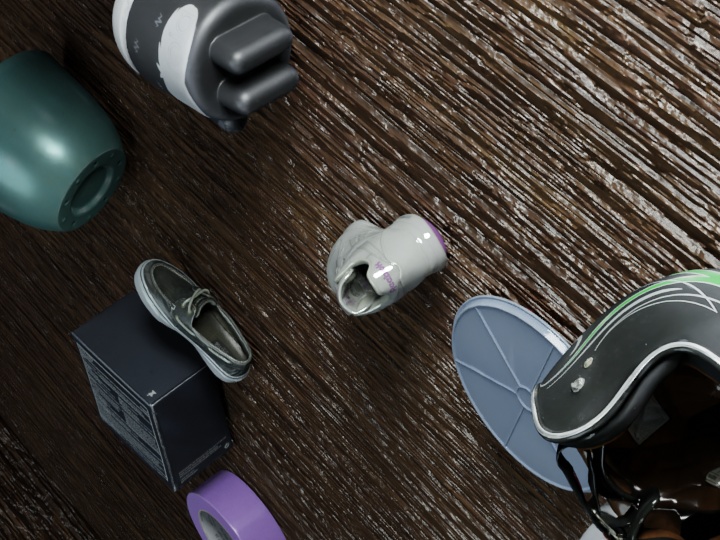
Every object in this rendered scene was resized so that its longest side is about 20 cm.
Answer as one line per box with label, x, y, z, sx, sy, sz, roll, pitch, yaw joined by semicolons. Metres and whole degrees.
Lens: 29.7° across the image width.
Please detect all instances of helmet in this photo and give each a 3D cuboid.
helmet;0.224;0.093;0.875;0.201;0.189;0.201;53;-165;-21

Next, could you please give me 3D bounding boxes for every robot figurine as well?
robot figurine;-0.141;-0.215;1.244;0.199;0.124;0.152;33;105;39

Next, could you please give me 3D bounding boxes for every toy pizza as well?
toy pizza;0.156;0.105;1.193;0.200;0.032;0.202;40;149;30

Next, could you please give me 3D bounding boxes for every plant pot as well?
plant pot;-0.391;-0.145;1.696;0.160;0.201;0.201;37;151;12

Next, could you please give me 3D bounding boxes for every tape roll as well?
tape roll;-0.188;0.415;2.130;0.200;0.065;0.201;42;152;28

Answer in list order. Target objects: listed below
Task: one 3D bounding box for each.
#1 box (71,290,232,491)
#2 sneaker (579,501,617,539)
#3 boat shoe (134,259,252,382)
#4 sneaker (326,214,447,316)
box;-0.298;0.174;1.973;0.199;0.123;0.200;36;149;33
sneaker;0.249;0.292;1.149;0.199;0.114;0.076;38;150;33
boat shoe;-0.207;0.053;1.751;0.200;0.072;0.071;44;145;2
sneaker;0.000;0.000;1.269;0.075;0.099;0.200;56;156;-5
